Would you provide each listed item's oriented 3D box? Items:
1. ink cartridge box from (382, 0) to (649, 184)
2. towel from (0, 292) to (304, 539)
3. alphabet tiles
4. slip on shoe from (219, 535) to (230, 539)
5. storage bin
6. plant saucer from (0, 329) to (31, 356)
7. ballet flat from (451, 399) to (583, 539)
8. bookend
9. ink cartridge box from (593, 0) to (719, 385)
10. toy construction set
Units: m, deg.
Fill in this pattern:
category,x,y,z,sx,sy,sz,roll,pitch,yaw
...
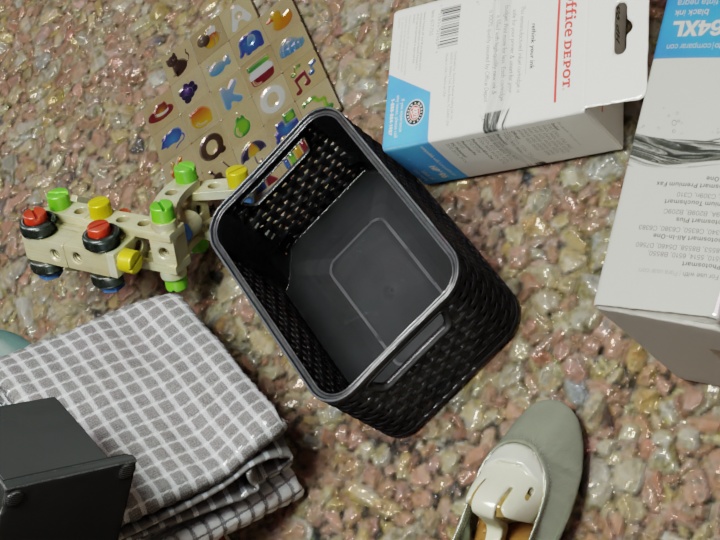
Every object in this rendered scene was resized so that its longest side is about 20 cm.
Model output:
category,x,y,z,sx,sy,sz,roll,pitch,yaw
ink cartridge box,0.120,-0.138,1.070,0.198,0.068,0.117,-8,65,32
towel,-0.157,0.110,1.085,0.165,0.086,0.200,-22,45,-28
alphabet tiles,-0.101,-0.132,1.257,0.166,0.006,0.201,-36,55,17
slip on shoe,-0.123,0.219,1.086,0.074,0.061,0.200,-50,50,8
storage bin,0.000,0.000,1.077,0.135,0.094,0.200,-45,53,9
plant saucer,-0.340,0.142,1.288,0.199,0.027,0.202,-13,64,29
ballet flat,0.085,0.171,0.963,0.067,0.064,0.202,16,79,37
bookend,-0.252,0.156,1.001,0.199,0.092,0.201,40,124,38
ink cartridge box,0.222,-0.043,0.910,0.084,0.146,0.202,7,74,36
toy construction set,-0.188,-0.035,1.202,0.199,0.093,0.131,-4,29,36
